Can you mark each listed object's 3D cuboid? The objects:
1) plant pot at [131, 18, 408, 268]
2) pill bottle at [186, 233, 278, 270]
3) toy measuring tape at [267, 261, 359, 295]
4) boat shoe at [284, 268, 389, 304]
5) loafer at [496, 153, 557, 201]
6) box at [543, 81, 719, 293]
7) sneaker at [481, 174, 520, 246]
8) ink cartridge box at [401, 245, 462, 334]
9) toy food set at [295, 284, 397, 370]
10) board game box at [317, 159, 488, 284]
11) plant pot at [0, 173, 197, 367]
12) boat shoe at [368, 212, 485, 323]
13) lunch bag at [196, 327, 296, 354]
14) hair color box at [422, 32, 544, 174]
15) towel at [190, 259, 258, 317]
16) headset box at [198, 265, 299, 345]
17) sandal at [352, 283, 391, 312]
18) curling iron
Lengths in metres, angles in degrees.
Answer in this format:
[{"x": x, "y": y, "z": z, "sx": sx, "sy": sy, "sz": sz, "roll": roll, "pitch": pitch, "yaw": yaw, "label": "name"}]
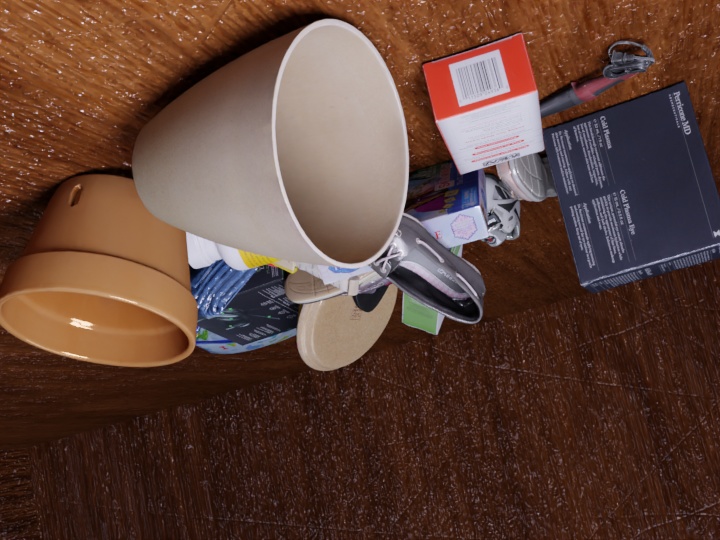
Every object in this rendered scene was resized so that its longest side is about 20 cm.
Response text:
[{"x": -0.090, "y": -0.093, "z": 0.806, "sx": 0.197, "sy": 0.192, "sz": 0.186, "roll": -3, "pitch": 177, "yaw": 34, "label": "plant pot"}, {"x": -0.100, "y": -0.062, "z": 1.077, "sx": 0.196, "sy": 0.107, "sz": 0.104, "roll": -15, "pitch": 169, "yaw": 6, "label": "pill bottle"}, {"x": -0.072, "y": -0.028, "z": 1.222, "sx": 0.197, "sy": 0.075, "sz": 0.073, "roll": 24, "pitch": -175, "yaw": 24, "label": "toy measuring tape"}, {"x": 0.000, "y": 0.000, "z": 1.241, "sx": 0.197, "sy": 0.073, "sz": 0.065, "roll": -26, "pitch": 142, "yaw": 7, "label": "boat shoe"}, {"x": 0.214, "y": -0.121, "z": 1.281, "sx": 0.062, "sy": 0.074, "sz": 0.199, "roll": -11, "pitch": 175, "yaw": 30, "label": "loafer"}, {"x": 0.338, "y": -0.096, "z": 1.192, "sx": 0.179, "sy": 0.204, "sz": 0.104, "roll": -16, "pitch": 168, "yaw": 20, "label": "box"}, {"x": 0.179, "y": -0.082, "z": 1.380, "sx": 0.073, "sy": 0.091, "sz": 0.198, "roll": -19, "pitch": 167, "yaw": 35, "label": "sneaker"}, {"x": 0.103, "y": -0.003, "z": 1.377, "sx": 0.058, "sy": 0.105, "sz": 0.201, "roll": 19, "pitch": 154, "yaw": 11, "label": "ink cartridge box"}, {"x": -0.018, "y": 0.046, "z": 1.353, "sx": 0.198, "sy": 0.202, "sz": 0.048, "roll": -19, "pitch": -141, "yaw": -42, "label": "toy food set"}, {"x": 0.053, "y": -0.067, "z": 1.162, "sx": 0.196, "sy": 0.042, "sz": 0.201, "roll": -17, "pitch": -159, "yaw": 12, "label": "board game box"}, {"x": -0.256, "y": -0.003, "z": 0.988, "sx": 0.195, "sy": 0.143, "sz": 0.201, "roll": 3, "pitch": 155, "yaw": 2, "label": "plant pot"}, {"x": 0.061, "y": -0.005, "z": 1.042, "sx": 0.198, "sy": 0.058, "sz": 0.067, "roll": 29, "pitch": 124, "yaw": -29, "label": "boat shoe"}, {"x": -0.168, "y": 0.069, "z": 1.589, "sx": 0.195, "sy": 0.131, "sz": 0.170, "roll": -1, "pitch": 173, "yaw": 0, "label": "lunch bag"}, {"x": 0.128, "y": -0.161, "z": 0.978, "sx": 0.099, "sy": 0.063, "sz": 0.200, "roll": -15, "pitch": 168, "yaw": 9, "label": "hair color box"}, {"x": -0.192, "y": -0.001, "z": 1.209, "sx": 0.112, "sy": 0.049, "sz": 0.199, "roll": -50, "pitch": -159, "yaw": -15, "label": "towel"}, {"x": -0.151, "y": 0.024, "z": 1.390, "sx": 0.197, "sy": 0.095, "sz": 0.174, "roll": -19, "pitch": 154, "yaw": 24, "label": "headset box"}, {"x": 0.052, "y": -0.028, "z": 1.295, "sx": 0.075, "sy": 0.045, "sz": 0.202, "roll": 12, "pitch": 112, "yaw": -54, "label": "sandal"}, {"x": 0.231, "y": -0.196, "z": 1.036, "sx": 0.049, "sy": 0.026, "sz": 0.199, "roll": 17, "pitch": 160, "yaw": -26, "label": "curling iron"}]
